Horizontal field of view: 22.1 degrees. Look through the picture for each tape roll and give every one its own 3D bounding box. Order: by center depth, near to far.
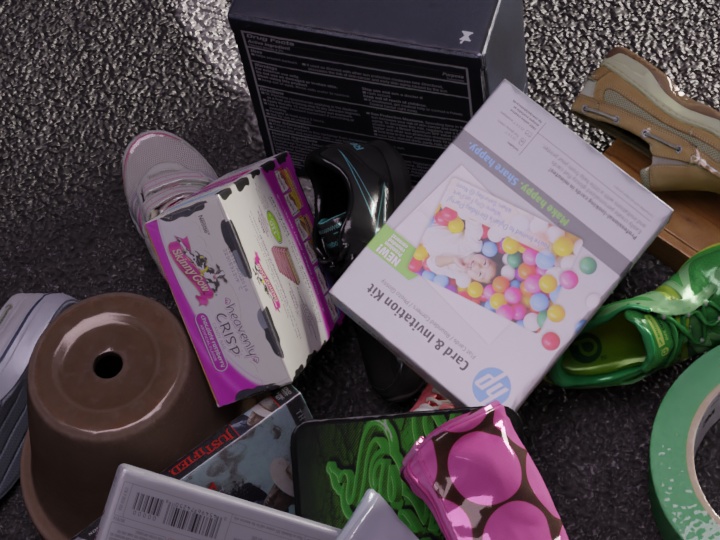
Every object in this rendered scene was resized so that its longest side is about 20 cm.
[{"bbox_3d":[0.301,0.140,1.287,0.198,0.048,0.202,-3,58,6],"label":"tape roll"}]

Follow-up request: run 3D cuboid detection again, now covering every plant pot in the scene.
[{"bbox_3d":[-0.156,0.106,1.298,0.198,0.175,0.202,-3,59,5],"label":"plant pot"}]

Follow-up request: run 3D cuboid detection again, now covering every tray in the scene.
[{"bbox_3d":[0.272,-0.040,1.405,0.199,0.037,0.099,37,71,24],"label":"tray"}]

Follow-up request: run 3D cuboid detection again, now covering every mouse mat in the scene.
[{"bbox_3d":[0.037,0.196,1.243,0.159,0.008,0.202,-4,90,-4],"label":"mouse mat"}]

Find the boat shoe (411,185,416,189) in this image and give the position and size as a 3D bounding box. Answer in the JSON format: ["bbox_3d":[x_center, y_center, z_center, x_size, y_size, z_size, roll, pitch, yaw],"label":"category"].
[{"bbox_3d":[0.111,-0.014,1.399,0.198,0.074,0.074,5,72,22],"label":"boat shoe"}]

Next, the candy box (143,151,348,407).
[{"bbox_3d":[-0.075,0.001,1.309,0.060,0.200,0.138,-20,97,14],"label":"candy box"}]

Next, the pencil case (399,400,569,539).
[{"bbox_3d":[0.093,0.189,1.178,0.093,0.091,0.201,-17,72,-29],"label":"pencil case"}]

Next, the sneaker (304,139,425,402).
[{"bbox_3d":[0.000,0.000,1.368,0.075,0.079,0.202,-24,70,42],"label":"sneaker"}]

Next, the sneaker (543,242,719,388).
[{"bbox_3d":[0.220,0.042,1.321,0.198,0.084,0.075,-24,102,8],"label":"sneaker"}]

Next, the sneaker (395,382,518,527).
[{"bbox_3d":[0.060,0.121,1.308,0.073,0.087,0.201,19,64,17],"label":"sneaker"}]

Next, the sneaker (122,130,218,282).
[{"bbox_3d":[-0.133,-0.040,1.431,0.081,0.088,0.201,-26,59,-8],"label":"sneaker"}]

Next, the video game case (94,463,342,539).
[{"bbox_3d":[-0.091,0.242,1.206,0.198,0.023,0.184,18,88,-13],"label":"video game case"}]

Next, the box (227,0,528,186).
[{"bbox_3d":[0.021,-0.164,1.419,0.198,0.199,0.124,11,61,13],"label":"box"}]

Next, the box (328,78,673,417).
[{"bbox_3d":[0.098,-0.010,1.297,0.156,0.041,0.200,39,83,11],"label":"box"}]

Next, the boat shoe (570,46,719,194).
[{"bbox_3d":[0.241,-0.085,1.385,0.076,0.072,0.200,-47,56,-3],"label":"boat shoe"}]

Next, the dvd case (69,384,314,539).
[{"bbox_3d":[-0.101,0.184,1.263,0.199,0.147,0.022,-36,41,-15],"label":"dvd case"}]

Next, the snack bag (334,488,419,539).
[{"bbox_3d":[0.039,0.249,1.160,0.200,0.021,0.189,48,36,-3],"label":"snack bag"}]

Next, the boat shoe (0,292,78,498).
[{"bbox_3d":[-0.277,0.101,1.388,0.066,0.074,0.201,8,50,30],"label":"boat shoe"}]
